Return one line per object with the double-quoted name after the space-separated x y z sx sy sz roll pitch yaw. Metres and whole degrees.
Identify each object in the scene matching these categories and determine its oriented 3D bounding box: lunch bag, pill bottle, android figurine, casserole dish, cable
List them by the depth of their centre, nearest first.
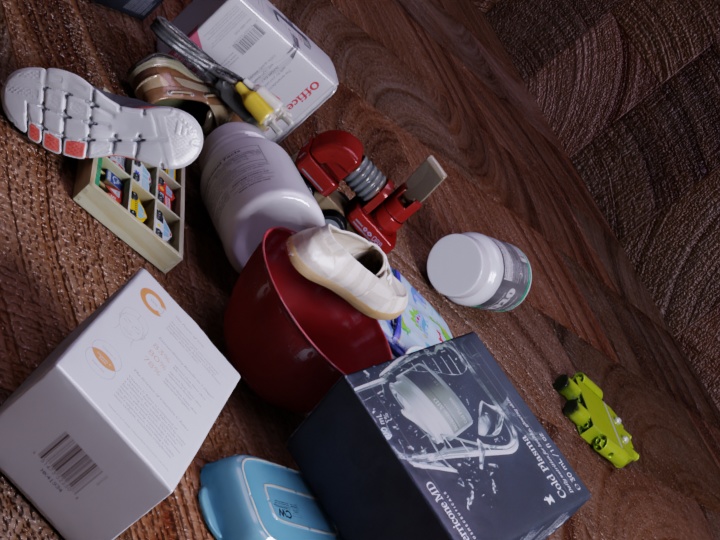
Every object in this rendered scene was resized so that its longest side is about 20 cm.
-0.065 0.224 1.156 0.199 0.039 0.122 28 30 -49 "casserole dish"
-0.119 -0.084 1.444 0.114 0.114 0.201 38 13 -35 "pill bottle"
-0.158 -0.237 1.525 0.200 0.050 0.097 46 18 -11 "cable"
0.045 0.086 1.596 0.161 0.082 0.201 44 20 -16 "lunch bag"
0.185 0.002 2.015 0.114 0.113 0.199 59 20 21 "pill bottle"
0.406 0.258 2.189 0.199 0.041 0.183 39 23 -29 "android figurine"

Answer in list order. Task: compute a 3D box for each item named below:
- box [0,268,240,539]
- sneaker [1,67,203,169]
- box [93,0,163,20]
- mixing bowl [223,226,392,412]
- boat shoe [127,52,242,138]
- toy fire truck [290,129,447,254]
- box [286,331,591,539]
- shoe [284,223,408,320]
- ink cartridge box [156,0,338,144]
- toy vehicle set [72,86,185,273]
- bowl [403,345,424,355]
-0.188 0.103 0.992 0.125 0.097 0.200 49 20 -9 "box"
-0.257 -0.145 1.276 0.197 0.078 0.082 18 4 -16 "sneaker"
-0.333 -0.437 1.602 0.201 0.104 0.182 58 19 18 "box"
-0.069 0.067 1.315 0.200 0.108 0.201 46 19 -20 "mixing bowl"
-0.196 -0.192 1.550 0.199 0.075 0.075 16 45 -48 "boat shoe"
0.012 -0.114 1.681 0.176 0.199 0.129 47 19 -14 "toy fire truck"
0.073 0.187 1.200 0.195 0.124 0.201 -15 62 -45 "box"
0.000 0.000 1.349 0.199 0.053 0.070 27 30 -52 "shoe"
-0.146 -0.271 1.676 0.200 0.145 0.085 39 22 -34 "ink cartridge box"
-0.236 -0.097 1.342 0.124 0.026 0.201 41 22 -29 "toy vehicle set"
0.076 0.196 1.430 0.201 0.105 0.202 45 20 -21 "bowl"
